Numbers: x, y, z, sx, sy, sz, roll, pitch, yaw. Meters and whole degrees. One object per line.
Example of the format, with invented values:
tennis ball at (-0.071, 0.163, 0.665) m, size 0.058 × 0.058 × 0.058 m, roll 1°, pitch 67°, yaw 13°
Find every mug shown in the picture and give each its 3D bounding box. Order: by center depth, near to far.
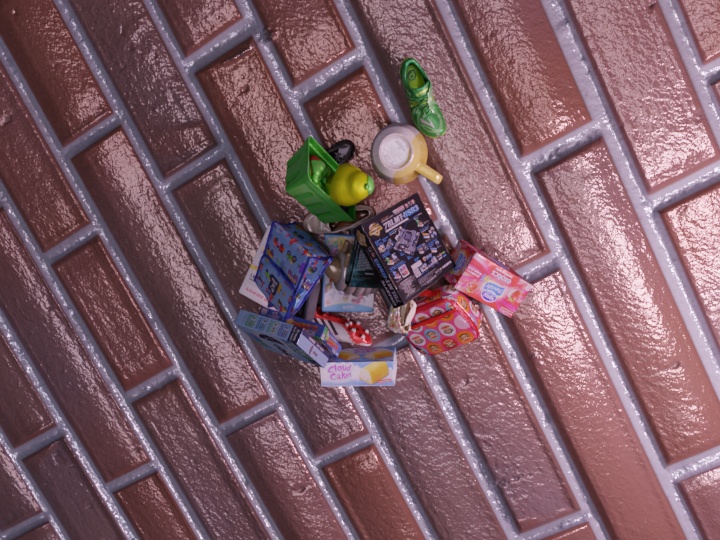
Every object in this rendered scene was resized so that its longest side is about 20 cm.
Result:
mug at (0.107, -0.283, 1.253) m, size 0.181 × 0.153 × 0.154 m, roll 0°, pitch 100°, yaw 7°

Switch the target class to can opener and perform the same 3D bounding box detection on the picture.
can opener at (-0.116, 0.035, 1.338) m, size 0.053 × 0.065 × 0.204 m, roll 40°, pitch 124°, yaw 42°

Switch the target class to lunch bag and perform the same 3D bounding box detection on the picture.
lunch bag at (-0.181, 0.006, 1.278) m, size 0.150 × 0.093 × 0.203 m, roll 41°, pitch 114°, yaw 27°
lunch bag at (0.188, 0.117, 1.310) m, size 0.198 × 0.083 × 0.176 m, roll -27°, pitch 115°, yaw 38°

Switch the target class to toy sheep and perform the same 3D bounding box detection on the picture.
toy sheep at (0.000, 0.000, 1.305) m, size 0.195 × 0.138 × 0.142 m, roll 9°, pitch 103°, yaw -16°

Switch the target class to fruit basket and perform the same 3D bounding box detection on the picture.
fruit basket at (-0.057, -0.214, 1.245) m, size 0.210 × 0.217 × 0.159 m, roll -7°, pitch 58°, yaw 9°

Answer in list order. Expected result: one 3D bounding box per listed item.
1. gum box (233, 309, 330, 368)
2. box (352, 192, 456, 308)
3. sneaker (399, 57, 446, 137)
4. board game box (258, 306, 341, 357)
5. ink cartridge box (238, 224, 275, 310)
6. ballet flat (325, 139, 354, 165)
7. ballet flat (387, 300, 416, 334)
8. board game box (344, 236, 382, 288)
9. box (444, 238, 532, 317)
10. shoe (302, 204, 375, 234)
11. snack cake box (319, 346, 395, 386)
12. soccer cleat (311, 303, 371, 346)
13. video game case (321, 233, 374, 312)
gum box at (-0.195, 0.173, 1.311) m, size 0.196 × 0.171 × 0.045 m, roll 12°, pitch 66°, yaw 27°
box at (0.104, -0.050, 1.187) m, size 0.049 × 0.198 × 0.201 m, roll -29°, pitch 92°, yaw 54°
sneaker at (0.145, -0.415, 1.258) m, size 0.073 × 0.084 × 0.203 m, roll -26°, pitch 97°, yaw 11°
board game box at (-0.157, 0.161, 1.355) m, size 0.196 × 0.136 × 0.035 m, roll 13°, pitch 65°, yaw 26°
ink cartridge box at (-0.213, -0.003, 1.383) m, size 0.145 × 0.086 × 0.203 m, roll 28°, pitch 101°, yaw 1°
ballet flat at (-0.101, -0.270, 1.331) m, size 0.198 × 0.057 × 0.067 m, roll -36°, pitch 94°, yaw 12°
ballet flat at (0.112, 0.059, 1.246) m, size 0.063 × 0.075 × 0.205 m, roll 24°, pitch 115°, yaw 42°
board game box at (0.065, -0.024, 1.243) m, size 0.196 × 0.028 × 0.139 m, roll 5°, pitch 106°, yaw -32°
box at (0.308, 0.021, 1.277) m, size 0.197 × 0.096 × 0.101 m, roll 27°, pitch 105°, yaw -25°
shoe at (-0.060, -0.136, 1.353) m, size 0.195 × 0.053 × 0.072 m, roll -10°, pitch 99°, yaw 9°
snack cake box at (-0.003, 0.255, 1.388) m, size 0.194 × 0.115 × 0.069 m, roll -3°, pitch 101°, yaw 7°
soccer cleat at (-0.063, 0.165, 1.408) m, size 0.196 × 0.069 × 0.087 m, roll 25°, pitch 112°, yaw 6°
video game case at (-0.030, 0.008, 1.376) m, size 0.139 × 0.018 × 0.206 m, roll 1°, pitch 101°, yaw -10°
